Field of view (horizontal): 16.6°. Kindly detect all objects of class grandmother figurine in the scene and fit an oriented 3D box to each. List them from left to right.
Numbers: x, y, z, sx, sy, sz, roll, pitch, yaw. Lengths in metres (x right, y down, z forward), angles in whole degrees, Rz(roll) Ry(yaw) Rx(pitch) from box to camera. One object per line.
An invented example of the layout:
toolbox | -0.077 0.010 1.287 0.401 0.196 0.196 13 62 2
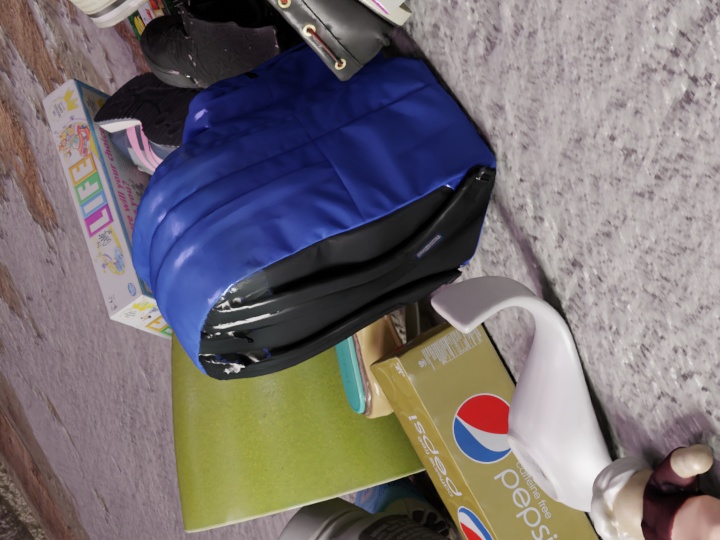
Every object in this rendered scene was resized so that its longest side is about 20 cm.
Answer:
grandmother figurine | 0.191 0.152 1.387 0.200 0.060 0.122 -151 63 -63

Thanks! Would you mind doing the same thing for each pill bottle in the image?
pill bottle | 0.037 0.239 1.746 0.200 0.114 0.114 24 143 34

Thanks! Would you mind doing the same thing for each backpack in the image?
backpack | -0.043 -0.035 1.496 0.168 0.200 0.163 52 161 24

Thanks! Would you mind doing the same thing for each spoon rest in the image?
spoon rest | 0.111 0.074 1.500 0.099 0.061 0.200 41 167 48

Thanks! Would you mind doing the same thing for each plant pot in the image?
plant pot | -0.062 0.067 1.778 0.187 0.187 0.200 156 99 -72

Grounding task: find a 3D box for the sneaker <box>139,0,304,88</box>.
sneaker | -0.094 -0.162 1.676 0.200 0.060 0.104 34 150 44

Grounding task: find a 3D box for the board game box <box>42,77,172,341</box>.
board game box | -0.162 -0.039 1.876 0.134 0.034 0.200 25 -142 -52

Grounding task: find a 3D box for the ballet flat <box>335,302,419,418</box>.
ballet flat | 0.000 0.000 1.660 0.069 0.063 0.200 -140 33 -67

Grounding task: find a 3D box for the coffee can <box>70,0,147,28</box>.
coffee can | -0.189 -0.267 1.515 0.200 0.146 0.146 40 169 -20

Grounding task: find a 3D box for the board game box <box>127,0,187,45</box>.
board game box | -0.136 -0.162 1.844 0.200 0.023 0.105 65 163 -12

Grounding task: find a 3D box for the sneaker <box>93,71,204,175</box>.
sneaker | -0.122 -0.095 1.792 0.082 0.070 0.200 49 169 -24

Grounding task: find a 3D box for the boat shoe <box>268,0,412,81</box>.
boat shoe | -0.064 -0.184 1.409 0.201 0.063 0.074 38 -168 -22

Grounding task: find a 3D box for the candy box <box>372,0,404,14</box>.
candy box | -0.042 -0.230 1.298 0.136 0.061 0.200 41 -173 -35

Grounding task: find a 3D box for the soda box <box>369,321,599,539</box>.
soda box | 0.086 0.130 1.613 0.200 0.064 0.068 62 162 -1

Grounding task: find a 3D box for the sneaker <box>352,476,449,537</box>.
sneaker | 0.027 0.218 1.920 0.200 0.078 0.090 95 156 -48
